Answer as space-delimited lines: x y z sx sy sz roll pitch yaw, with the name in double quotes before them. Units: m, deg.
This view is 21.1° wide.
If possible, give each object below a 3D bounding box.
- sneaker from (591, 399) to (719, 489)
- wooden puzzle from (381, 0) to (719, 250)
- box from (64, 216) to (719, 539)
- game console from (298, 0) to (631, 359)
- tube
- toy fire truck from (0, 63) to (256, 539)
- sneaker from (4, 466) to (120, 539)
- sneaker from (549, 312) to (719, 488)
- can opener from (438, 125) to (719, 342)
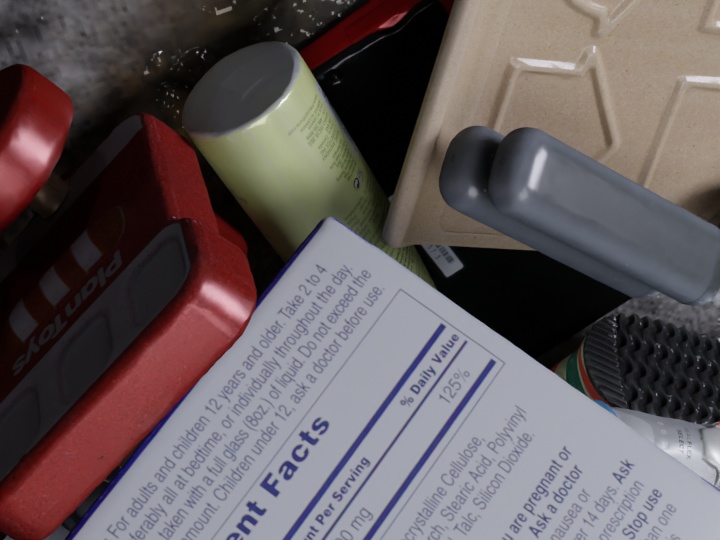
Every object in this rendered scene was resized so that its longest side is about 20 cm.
"sneaker" 0.112 0.119 0.833 0.086 0.075 0.200 1 151 -4
"wooden puzzle" 0.112 -0.091 0.730 0.199 0.046 0.186 0 125 -27
"box" 0.008 0.121 0.674 0.184 0.200 0.105 -51 173 -25
"game console" 0.083 -0.061 0.795 0.176 0.031 0.200 -32 129 10
"tube" 0.000 0.000 0.759 0.058 0.052 0.200 -52 130 -20
"toy fire truck" -0.122 0.036 0.677 0.112 0.168 0.200 39 104 -27
"sneaker" -0.116 0.166 0.843 0.114 0.075 0.200 -26 127 1
"sneaker" 0.152 0.082 0.909 0.199 0.071 0.093 17 137 -36
"can opener" 0.114 -0.017 0.733 0.199 0.053 0.067 18 81 -38
